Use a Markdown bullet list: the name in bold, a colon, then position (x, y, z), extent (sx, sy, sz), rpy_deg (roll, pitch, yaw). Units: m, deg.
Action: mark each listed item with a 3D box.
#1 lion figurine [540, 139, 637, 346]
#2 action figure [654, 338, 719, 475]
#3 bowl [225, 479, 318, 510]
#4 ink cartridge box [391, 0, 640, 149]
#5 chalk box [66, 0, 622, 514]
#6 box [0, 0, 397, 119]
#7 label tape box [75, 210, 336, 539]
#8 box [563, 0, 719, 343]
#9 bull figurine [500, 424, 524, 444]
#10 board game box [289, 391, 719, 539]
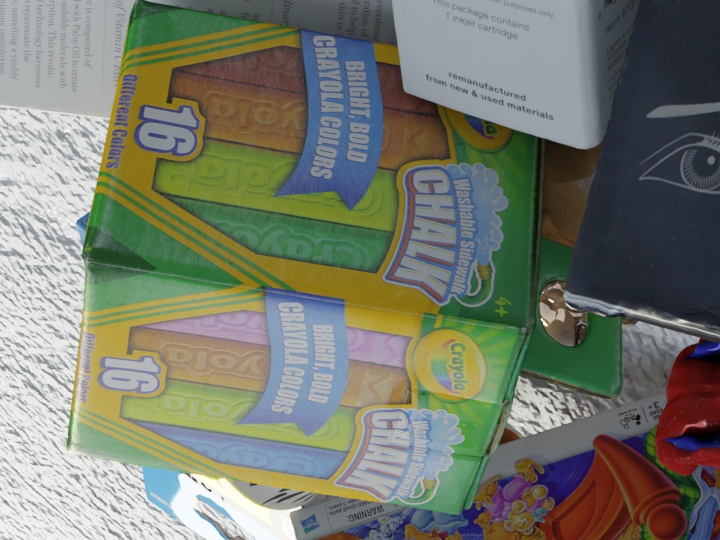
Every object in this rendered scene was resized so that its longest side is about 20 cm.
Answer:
- **lion figurine**: position (0.093, -0.035, 0.908), extent (0.122, 0.073, 0.200), rpy_deg (11, 147, 31)
- **action figure**: position (0.159, 0.043, 0.875), extent (0.051, 0.066, 0.200), rpy_deg (19, 158, -11)
- **bowl**: position (0.000, 0.000, 0.976), extent (0.094, 0.201, 0.202), rpy_deg (-6, 123, 24)
- **ink cartridge box**: position (0.074, -0.168, 0.752), extent (0.082, 0.146, 0.201), rpy_deg (19, 137, 30)
- **chalk box**: position (0.002, 0.000, 0.822), extent (0.199, 0.125, 0.124), rpy_deg (8, 142, -4)
- **box**: position (-0.058, -0.130, 0.868), extent (0.199, 0.098, 0.125), rpy_deg (7, 123, -1)
- **label tape box**: position (-0.062, 0.062, 1.171), extent (0.144, 0.063, 0.201), rpy_deg (28, 142, 36)
- **box**: position (0.193, -0.058, 0.687), extent (0.196, 0.117, 0.201), rpy_deg (16, 93, 33)
- **bull figurine**: position (0.083, 0.146, 1.078), extent (0.200, 0.122, 0.065), rpy_deg (42, 136, -19)
- **board game box**: position (0.081, 0.139, 0.970), extent (0.045, 0.199, 0.135), rpy_deg (71, -179, -51)
